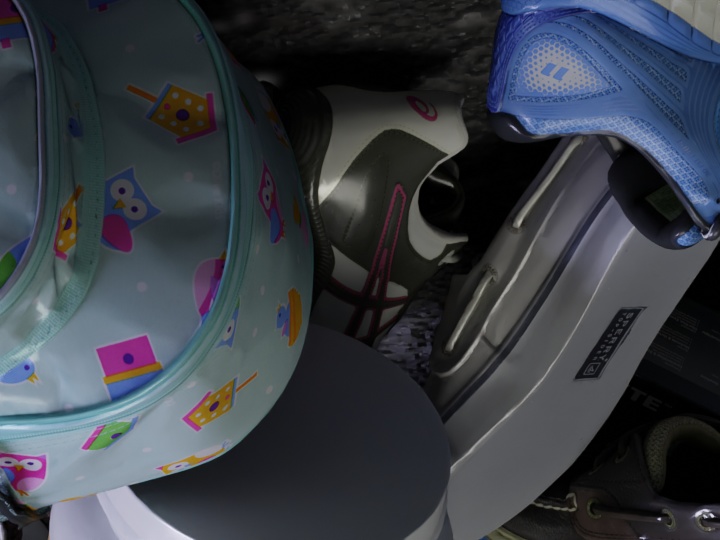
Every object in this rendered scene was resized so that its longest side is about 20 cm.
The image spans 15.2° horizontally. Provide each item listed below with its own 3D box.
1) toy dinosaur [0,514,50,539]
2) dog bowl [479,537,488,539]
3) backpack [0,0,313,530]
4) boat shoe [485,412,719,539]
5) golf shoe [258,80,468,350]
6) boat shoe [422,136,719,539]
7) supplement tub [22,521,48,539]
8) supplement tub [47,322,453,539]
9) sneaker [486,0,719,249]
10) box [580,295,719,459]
[{"bbox_3d":[-0.118,0.068,1.050,0.085,0.136,0.200,6,150,-18],"label":"toy dinosaur"},{"bbox_3d":[0.128,0.129,1.214,0.199,0.112,0.050,-2,139,-28],"label":"dog bowl"},{"bbox_3d":[-0.120,-0.012,0.863,0.199,0.177,0.153,-10,155,6],"label":"backpack"},{"bbox_3d":[0.123,0.085,1.028,0.199,0.065,0.073,9,-155,42],"label":"boat shoe"},{"bbox_3d":[0.000,0.000,1.008,0.087,0.078,0.200,-10,152,-2],"label":"golf shoe"},{"bbox_3d":[0.059,0.021,0.999,0.072,0.066,0.201,-3,134,-41],"label":"boat shoe"},{"bbox_3d":[-0.203,0.218,1.249,0.144,0.201,0.146,-3,153,-1],"label":"supplement tub"},{"bbox_3d":[-0.046,0.131,0.978,0.144,0.145,0.201,3,130,-13],"label":"supplement tub"},{"bbox_3d":[0.124,-0.049,0.894,0.199,0.090,0.079,16,-172,-23],"label":"sneaker"},{"bbox_3d":[0.129,0.076,1.111,0.199,0.046,0.159,26,149,-1],"label":"box"}]
